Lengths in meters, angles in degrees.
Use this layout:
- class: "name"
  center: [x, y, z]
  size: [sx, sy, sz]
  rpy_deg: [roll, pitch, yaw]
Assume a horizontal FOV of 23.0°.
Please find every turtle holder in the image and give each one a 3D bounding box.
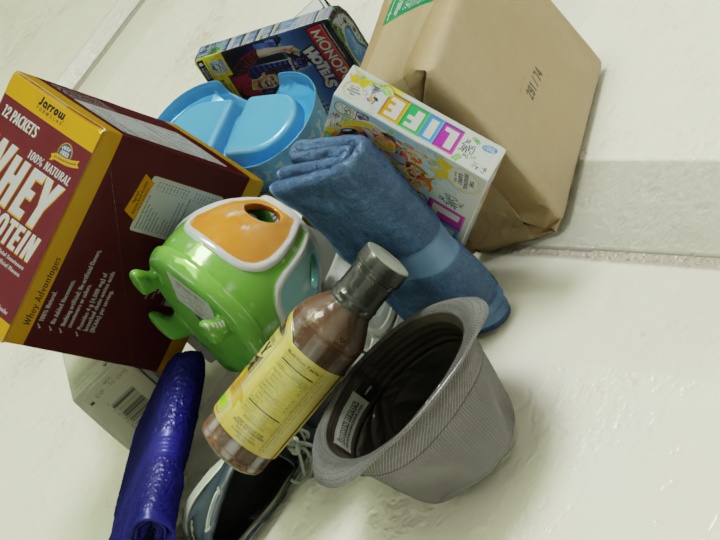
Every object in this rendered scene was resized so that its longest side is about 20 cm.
- class: "turtle holder"
  center: [-0.091, 0.022, 1.486]
  size: [0.132, 0.186, 0.141]
  rpy_deg: [-47, 35, -17]

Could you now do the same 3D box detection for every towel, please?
- class: "towel"
  center: [0.025, -0.022, 1.384]
  size: [0.112, 0.200, 0.049]
  rpy_deg: [-5, 45, 53]
- class: "towel"
  center: [-0.172, 0.182, 1.515]
  size: [0.200, 0.049, 0.148]
  rpy_deg: [-83, 18, -46]

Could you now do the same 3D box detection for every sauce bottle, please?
- class: "sauce bottle"
  center: [-0.040, 0.066, 1.353]
  size: [0.200, 0.065, 0.065]
  rpy_deg: [-50, 26, 12]

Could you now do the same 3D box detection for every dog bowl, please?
- class: "dog bowl"
  center: [-0.111, -0.122, 1.638]
  size: [0.200, 0.050, 0.112]
  rpy_deg: [-2, 54, 37]

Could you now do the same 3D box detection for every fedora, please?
- class: "fedora"
  center: [0.051, 0.108, 1.288]
  size: [0.177, 0.090, 0.200]
  rpy_deg: [-53, 16, -17]

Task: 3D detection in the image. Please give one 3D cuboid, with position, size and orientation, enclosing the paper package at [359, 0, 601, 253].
- class: "paper package"
  center: [0.097, -0.151, 1.464]
  size: [0.103, 0.191, 0.200]
  rpy_deg: [-20, 36, 38]

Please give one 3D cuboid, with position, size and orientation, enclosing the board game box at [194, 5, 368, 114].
- class: "board game box"
  center: [-0.023, -0.172, 1.704]
  size: [0.199, 0.200, 0.062]
  rpy_deg: [-14, 41, 25]

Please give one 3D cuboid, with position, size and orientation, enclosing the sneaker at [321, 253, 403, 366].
- class: "sneaker"
  center: [0.000, 0.000, 1.536]
  size: [0.080, 0.076, 0.200]
  rpy_deg: [-35, 26, 43]

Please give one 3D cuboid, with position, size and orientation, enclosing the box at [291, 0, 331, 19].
- class: "box"
  center: [-0.047, -0.208, 1.884]
  size: [0.117, 0.060, 0.200]
  rpy_deg: [-42, 28, 10]

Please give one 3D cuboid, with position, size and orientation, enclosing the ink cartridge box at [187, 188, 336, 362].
- class: "ink cartridge box"
  center: [-0.101, -0.034, 1.657]
  size: [0.200, 0.085, 0.145]
  rpy_deg: [-35, 42, 8]

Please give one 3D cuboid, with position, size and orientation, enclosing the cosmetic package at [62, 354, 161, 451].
- class: "cosmetic package"
  center: [-0.230, 0.087, 1.708]
  size: [0.071, 0.105, 0.200]
  rpy_deg: [-42, 29, 5]

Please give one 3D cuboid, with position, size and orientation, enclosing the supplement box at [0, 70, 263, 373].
- class: "supplement box"
  center: [-0.229, -0.037, 1.523]
  size: [0.133, 0.200, 0.198]
  rpy_deg: [33, 100, 38]

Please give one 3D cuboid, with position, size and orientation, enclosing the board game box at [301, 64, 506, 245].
- class: "board game box"
  center: [0.029, -0.066, 1.402]
  size: [0.034, 0.134, 0.200]
  rpy_deg: [-58, -7, -28]

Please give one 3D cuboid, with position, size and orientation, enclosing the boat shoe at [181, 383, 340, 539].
- class: "boat shoe"
  center: [-0.073, 0.146, 1.435]
  size: [0.200, 0.075, 0.062]
  rpy_deg: [-52, 27, -5]
